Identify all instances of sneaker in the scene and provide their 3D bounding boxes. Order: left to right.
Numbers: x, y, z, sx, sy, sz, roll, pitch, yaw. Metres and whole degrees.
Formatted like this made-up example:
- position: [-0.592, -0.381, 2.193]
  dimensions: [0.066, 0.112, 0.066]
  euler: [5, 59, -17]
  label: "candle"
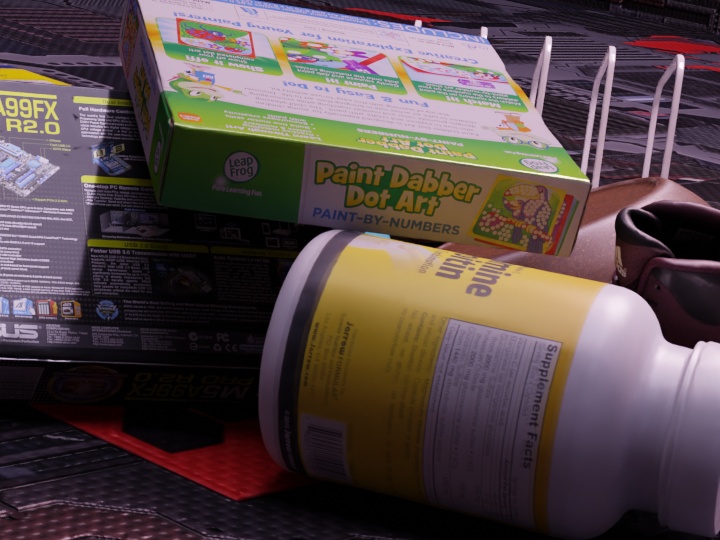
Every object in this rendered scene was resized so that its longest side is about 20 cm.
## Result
- position: [0.116, 0.015, 0.971]
  dimensions: [0.199, 0.116, 0.076]
  euler: [-15, 49, 19]
  label: "sneaker"

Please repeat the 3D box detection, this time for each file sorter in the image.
- position: [0.121, -0.097, 1.486]
  dimensions: [0.199, 0.125, 0.139]
  euler: [8, -7, 1]
  label: "file sorter"

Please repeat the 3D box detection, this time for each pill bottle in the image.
- position: [0.064, 0.054, 0.905]
  dimensions: [0.199, 0.112, 0.112]
  euler: [12, 13, 16]
  label: "pill bottle"

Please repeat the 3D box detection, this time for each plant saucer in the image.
- position: [0.105, -0.012, 1.190]
  dimensions: [0.200, 0.035, 0.200]
  euler: [-20, 6, 2]
  label: "plant saucer"

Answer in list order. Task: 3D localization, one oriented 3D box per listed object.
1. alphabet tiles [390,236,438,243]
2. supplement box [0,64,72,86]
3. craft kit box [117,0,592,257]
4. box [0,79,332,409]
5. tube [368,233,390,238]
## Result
- position: [0.090, -0.033, 1.367]
  dimensions: [0.195, 0.015, 0.200]
  euler: [3, -7, -23]
  label: "alphabet tiles"
- position: [-0.188, -0.046, 1.182]
  dimensions: [0.109, 0.109, 0.200]
  euler: [-5, 19, -45]
  label: "supplement box"
- position: [-0.010, -0.077, 1.015]
  dimensions: [0.199, 0.049, 0.198]
  euler: [7, 22, -15]
  label: "craft kit box"
- position: [-0.111, -0.013, 1.021]
  dimensions: [0.199, 0.044, 0.161]
  euler: [3, 57, -21]
  label: "box"
- position: [0.000, 0.000, 1.199]
  dimensions: [0.050, 0.078, 0.200]
  euler: [16, 16, -7]
  label: "tube"
